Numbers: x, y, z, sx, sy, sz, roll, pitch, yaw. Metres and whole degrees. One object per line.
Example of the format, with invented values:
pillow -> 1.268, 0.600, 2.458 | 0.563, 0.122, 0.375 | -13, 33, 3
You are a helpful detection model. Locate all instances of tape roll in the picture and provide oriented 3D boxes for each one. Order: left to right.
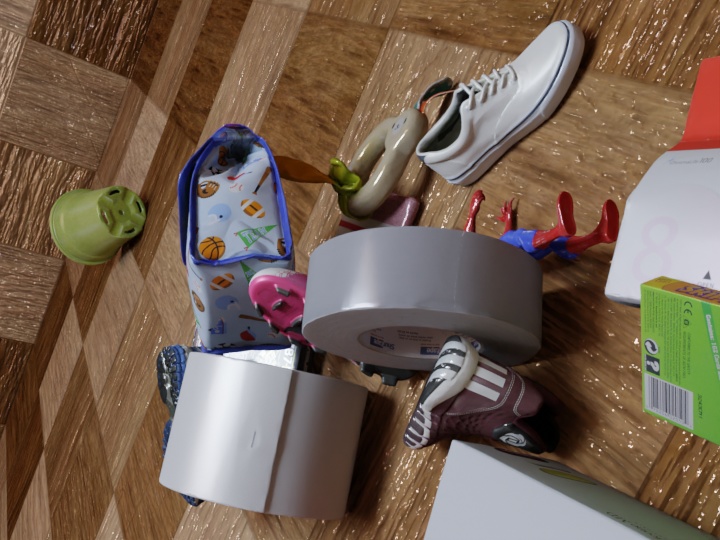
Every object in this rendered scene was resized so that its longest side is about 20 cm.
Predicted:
tape roll -> -0.101, 0.176, 0.809 | 0.202, 0.202, 0.140 | -5, 71, 57
tape roll -> 0.052, 0.031, 0.635 | 0.200, 0.200, 0.067 | -21, 58, 53

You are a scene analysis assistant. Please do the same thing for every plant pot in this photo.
plant pot -> -0.636, -0.127, 1.870 | 0.184, 0.200, 0.201 | -14, 63, 43

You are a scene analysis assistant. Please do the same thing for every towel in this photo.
towel -> 0.000, 0.000, 0.911 | 0.144, 0.023, 0.201 | 24, 96, 59

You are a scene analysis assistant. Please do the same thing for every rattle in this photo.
rattle -> 0.006, -0.166, 0.852 | 0.200, 0.143, 0.130 | -49, 8, 34

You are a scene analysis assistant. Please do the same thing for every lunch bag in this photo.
lunch bag -> -0.137, -0.036, 0.827 | 0.170, 0.123, 0.201 | 101, 164, -51

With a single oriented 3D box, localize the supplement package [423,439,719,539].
supplement package -> 0.137, 0.221, 0.488 | 0.200, 0.110, 0.157 | 13, 87, 59

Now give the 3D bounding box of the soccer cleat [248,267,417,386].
soccer cleat -> -0.021, 0.042, 0.757 | 0.070, 0.199, 0.087 | -40, 27, 39

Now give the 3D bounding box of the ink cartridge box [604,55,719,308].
ink cartridge box -> 0.260, -0.065, 0.498 | 0.162, 0.057, 0.201 | 9, 87, 60

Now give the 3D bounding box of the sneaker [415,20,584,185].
sneaker -> 0.131, -0.162, 0.732 | 0.200, 0.071, 0.073 | -50, 37, 33

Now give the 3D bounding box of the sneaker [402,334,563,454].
sneaker -> 0.104, 0.128, 0.632 | 0.200, 0.115, 0.076 | 94, -159, -68

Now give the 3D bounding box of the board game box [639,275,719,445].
board game box -> 0.246, 0.071, 0.425 | 0.200, 0.030, 0.096 | 26, 128, 60

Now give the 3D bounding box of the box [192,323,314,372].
box -> -0.153, 0.175, 0.960 | 0.160, 0.049, 0.201 | 5, 79, 24

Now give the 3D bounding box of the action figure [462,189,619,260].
action figure -> 0.134, -0.042, 0.651 | 0.200, 0.065, 0.100 | 144, 132, -62

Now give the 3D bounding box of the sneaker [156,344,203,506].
sneaker -> -0.187, 0.185, 0.903 | 0.077, 0.085, 0.201 | 14, 108, 53
